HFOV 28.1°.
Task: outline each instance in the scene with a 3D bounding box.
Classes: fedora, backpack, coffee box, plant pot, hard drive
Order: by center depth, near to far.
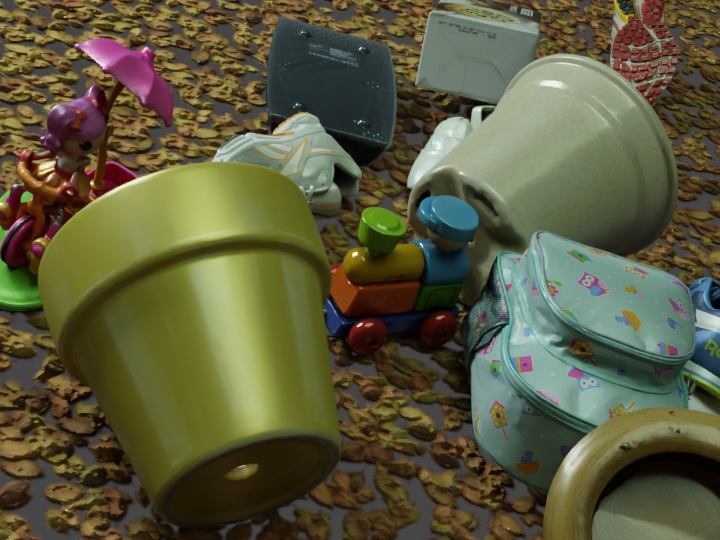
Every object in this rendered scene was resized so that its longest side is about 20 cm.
[{"bbox_3d":[-0.102,0.061,0.976,0.199,0.201,0.190,-3,57,-29],"label":"plant pot"},{"bbox_3d":[0.222,0.195,1.009,0.198,0.082,0.203,0,71,-1],"label":"fedora"},{"bbox_3d":[0.173,0.078,1.116,0.174,0.154,0.201,20,41,-10],"label":"backpack"},{"bbox_3d":[0.148,-0.063,1.275,0.200,0.201,0.183,38,50,23],"label":"plant pot"},{"bbox_3d":[-0.032,-0.180,1.443,0.134,0.043,0.201,13,36,-10],"label":"hard drive"},{"bbox_3d":[0.128,-0.234,1.505,0.112,0.081,0.200,13,18,5],"label":"coffee box"}]

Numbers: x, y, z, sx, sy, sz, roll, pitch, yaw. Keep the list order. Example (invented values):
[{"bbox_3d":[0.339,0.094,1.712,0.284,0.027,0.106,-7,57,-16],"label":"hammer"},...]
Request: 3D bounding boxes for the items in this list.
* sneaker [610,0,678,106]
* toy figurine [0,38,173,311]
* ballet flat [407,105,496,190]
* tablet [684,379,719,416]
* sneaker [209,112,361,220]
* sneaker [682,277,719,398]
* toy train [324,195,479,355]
[{"bbox_3d":[0.334,-0.260,1.704,0.077,0.082,0.201,4,52,8],"label":"sneaker"},{"bbox_3d":[-0.216,-0.088,1.108,0.150,0.185,0.200,33,38,18],"label":"toy figurine"},{"bbox_3d":[0.109,-0.126,1.415,0.069,0.070,0.199,39,38,25],"label":"ballet flat"},{"bbox_3d":[0.317,0.173,1.134,0.130,0.014,0.201,29,28,-32],"label":"tablet"},{"bbox_3d":[-0.067,-0.075,1.265,0.092,0.076,0.200,37,39,16],"label":"sneaker"},{"bbox_3d":[0.299,0.047,1.241,0.073,0.083,0.200,26,12,-12],"label":"sneaker"},{"bbox_3d":[0.000,0.000,1.157,0.198,0.116,0.085,-4,41,-31],"label":"toy train"}]
